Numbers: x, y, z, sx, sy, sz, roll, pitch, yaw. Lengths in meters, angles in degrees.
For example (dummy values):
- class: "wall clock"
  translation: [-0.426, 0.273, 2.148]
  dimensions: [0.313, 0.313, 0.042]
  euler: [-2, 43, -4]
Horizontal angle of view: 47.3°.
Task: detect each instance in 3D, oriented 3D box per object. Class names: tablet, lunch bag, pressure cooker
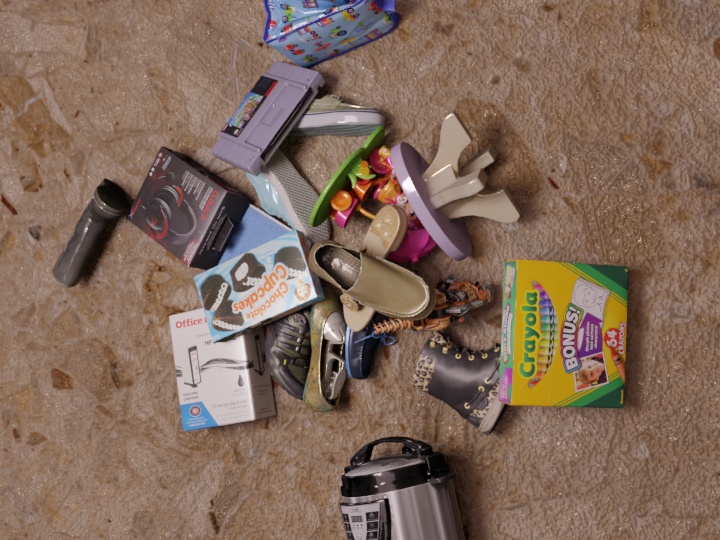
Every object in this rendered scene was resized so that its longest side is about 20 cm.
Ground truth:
- class: "tablet"
  translation: [-0.171, -0.028, 1.395]
  dimensions: [0.199, 0.014, 0.131]
  euler: [31, 96, 40]
- class: "lunch bag"
  translation: [-0.037, -0.403, 1.321]
  dimensions: [0.198, 0.150, 0.095]
  euler: [-5, 85, 22]
- class: "pressure cooker"
  translation: [0.058, 0.351, 1.232]
  dimensions: [0.174, 0.179, 0.202]
  euler: [-11, 82, -2]

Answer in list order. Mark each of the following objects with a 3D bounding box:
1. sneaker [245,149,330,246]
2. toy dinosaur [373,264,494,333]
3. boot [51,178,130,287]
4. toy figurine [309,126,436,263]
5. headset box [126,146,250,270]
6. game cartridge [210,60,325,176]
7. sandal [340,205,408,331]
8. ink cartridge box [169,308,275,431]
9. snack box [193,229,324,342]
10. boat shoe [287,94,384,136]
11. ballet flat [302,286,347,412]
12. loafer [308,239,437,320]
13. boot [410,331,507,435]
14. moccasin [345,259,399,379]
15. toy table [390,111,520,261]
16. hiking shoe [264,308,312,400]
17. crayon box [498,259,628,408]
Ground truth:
- class: "sneaker"
  translation: [-0.125, -0.116, 1.397]
  dimensions: [0.201, 0.074, 0.082]
  euler: [58, 136, 10]
- class: "toy dinosaur"
  translation: [0.105, 0.049, 1.233]
  dimensions: [0.135, 0.198, 0.103]
  euler: [11, 95, 56]
- class: "boot"
  translation: [-0.500, -0.060, 1.499]
  dimensions: [0.072, 0.182, 0.201]
  euler: [36, 95, -17]
- class: "toy figurine"
  translation: [0.050, -0.100, 1.304]
  dimensions: [0.183, 0.150, 0.201]
  euler: [36, 76, 6]
- class: "headset box"
  translation: [-0.296, -0.103, 1.441]
  dimensions: [0.199, 0.075, 0.150]
  euler: [34, 100, 27]
- class: "game cartridge"
  translation: [-0.159, -0.259, 1.375]
  dimensions: [0.129, 0.038, 0.201]
  euler: [27, 79, 40]
- class: "sandal"
  translation: [-0.003, -0.003, 1.225]
  dimensions: [0.078, 0.069, 0.213]
  euler: [44, 121, 38]
- class: "ink cartridge box"
  translation: [-0.238, 0.161, 1.408]
  dimensions: [0.145, 0.084, 0.202]
  euler: [-13, 82, 20]
- class: "snack box"
  translation: [-0.165, 0.027, 1.326]
  dimensions: [0.198, 0.037, 0.117]
  euler: [-24, 76, 17]
- class: "boat shoe"
  translation: [-0.053, -0.261, 1.365]
  dimensions: [0.198, 0.072, 0.063]
  euler: [3, 83, 23]
- class: "ballet flat"
  translation: [-0.048, 0.129, 1.329]
  dimensions: [0.070, 0.071, 0.202]
  euler: [6, 87, 22]
- class: "loafer"
  translation: [0.011, 0.016, 1.155]
  dimensions: [0.198, 0.067, 0.077]
  euler: [21, 93, 11]
- class: "boot"
  translation: [0.174, 0.130, 1.248]
  dimensions: [0.149, 0.073, 0.202]
  euler: [25, 103, 18]
- class: "moccasin"
  translation: [0.021, 0.076, 1.311]
  dimensions: [0.067, 0.080, 0.203]
  euler: [7, 91, 18]
- class: "toy table"
  translation: [0.145, -0.127, 1.229]
  dimensions: [0.117, 0.184, 0.200]
  euler: [-30, 113, 25]
- class: "hiking shoe"
  translation: [-0.106, 0.111, 1.362]
  dimensions: [0.100, 0.076, 0.202]
  euler: [-23, 78, 23]
- class: "crayon box"
  translation: [0.288, 0.090, 1.166]
  dimensions: [0.170, 0.058, 0.203]
  euler: [3, 87, -13]
